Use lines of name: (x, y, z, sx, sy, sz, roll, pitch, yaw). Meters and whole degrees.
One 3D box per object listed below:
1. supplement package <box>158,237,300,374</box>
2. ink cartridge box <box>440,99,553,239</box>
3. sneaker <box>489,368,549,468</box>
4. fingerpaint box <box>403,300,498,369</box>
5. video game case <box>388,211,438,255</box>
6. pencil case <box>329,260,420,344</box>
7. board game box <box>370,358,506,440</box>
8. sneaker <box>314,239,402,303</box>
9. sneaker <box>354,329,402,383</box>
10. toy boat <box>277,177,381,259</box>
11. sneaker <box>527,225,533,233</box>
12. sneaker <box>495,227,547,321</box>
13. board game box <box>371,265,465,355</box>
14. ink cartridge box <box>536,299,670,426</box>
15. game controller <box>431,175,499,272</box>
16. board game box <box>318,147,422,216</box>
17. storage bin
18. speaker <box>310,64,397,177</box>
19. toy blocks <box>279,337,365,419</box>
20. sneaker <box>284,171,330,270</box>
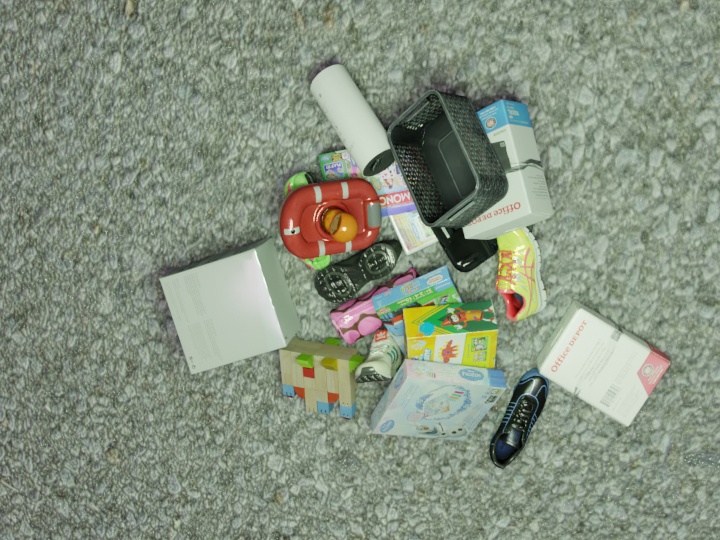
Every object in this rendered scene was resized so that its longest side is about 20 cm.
supplement package: (-0.245, 0.064, 1.592, 0.196, 0.147, 0.195, -16, 98, 10)
ink cartridge box: (0.235, -0.171, 1.443, 0.144, 0.083, 0.205, -20, 78, 41)
sneaker: (0.308, 0.290, 1.597, 0.069, 0.078, 0.203, 23, 103, 2)
fingerpaint box: (0.163, 0.151, 1.533, 0.163, 0.074, 0.202, -6, 138, 1)
video game case: (0.126, -0.157, 1.565, 0.179, 0.024, 0.203, -24, 97, 12)
pencil case: (0.035, 0.067, 1.583, 0.198, 0.094, 0.092, -30, 85, 12)
board game box: (0.141, 0.245, 1.543, 0.195, 0.044, 0.201, 7, 139, -18)
sneaker: (0.000, 0.000, 1.584, 0.197, 0.091, 0.077, -23, 97, 28)
sneaker: (0.033, 0.159, 1.553, 0.069, 0.199, 0.096, -8, 82, 17)
toy boat: (-0.045, -0.085, 1.468, 0.196, 0.131, 0.134, -11, 109, -18)
sneaker: (0.267, -0.161, 1.530, 0.102, 0.060, 0.205, 0, 97, 9)
sneaker: (0.281, 0.003, 1.518, 0.090, 0.078, 0.204, -31, 110, -31)
board game box: (0.126, 0.089, 1.547, 0.149, 0.037, 0.201, -23, 137, 11)
ink cartridge box: (0.450, 0.170, 1.553, 0.198, 0.083, 0.148, 31, 103, 0)
game controller: (0.179, -0.096, 1.529, 0.103, 0.042, 0.202, -32, 105, 5)
board game box: (0.029, -0.168, 1.550, 0.196, 0.029, 0.138, -9, 99, 13)
storage bin: (0.146, -0.186, 1.407, 0.135, 0.093, 0.203, -37, 66, 39)
speaker: (-0.012, -0.269, 1.497, 0.081, 0.081, 0.202, -36, 72, 13)
toy blocks: (-0.079, 0.216, 1.630, 0.196, 0.100, 0.140, 7, 115, 21)
sneaker: (-0.086, -0.093, 1.576, 0.075, 0.084, 0.204, 8, 122, 28)
